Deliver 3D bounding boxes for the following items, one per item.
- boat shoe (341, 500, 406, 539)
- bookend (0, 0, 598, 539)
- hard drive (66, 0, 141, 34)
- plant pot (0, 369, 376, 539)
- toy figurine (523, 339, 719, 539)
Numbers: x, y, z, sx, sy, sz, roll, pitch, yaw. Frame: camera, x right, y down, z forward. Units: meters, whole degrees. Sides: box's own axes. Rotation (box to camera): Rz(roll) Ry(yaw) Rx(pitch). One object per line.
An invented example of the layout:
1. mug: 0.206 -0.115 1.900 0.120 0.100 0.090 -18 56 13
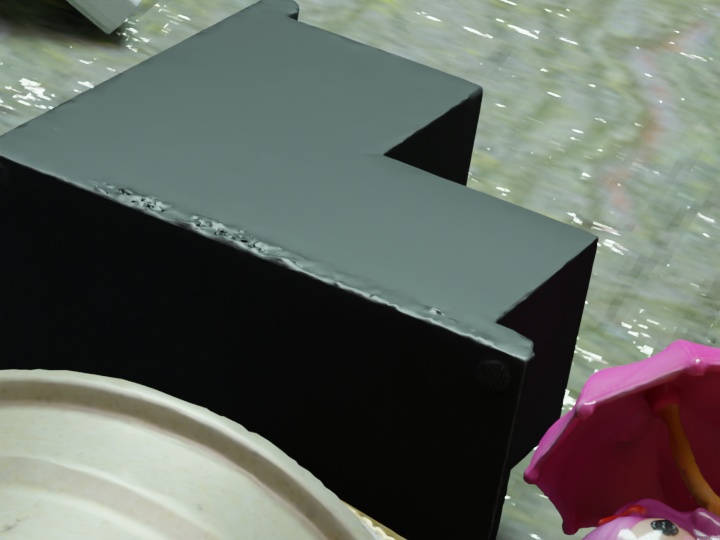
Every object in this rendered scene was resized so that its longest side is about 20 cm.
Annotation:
1. boat shoe: -0.004 0.113 0.845 0.200 0.071 0.069 22 68 44
2. bookend: 0.000 0.000 0.989 0.198 0.092 0.200 21 28 20
3. hard drive: -0.174 -0.196 1.225 0.200 0.026 0.132 40 20 -26
4. plant pot: -0.092 0.138 0.596 0.200 0.201 0.183 20 16 10
5. toy figurine: 0.123 0.102 0.864 0.184 0.150 0.200 28 60 32
